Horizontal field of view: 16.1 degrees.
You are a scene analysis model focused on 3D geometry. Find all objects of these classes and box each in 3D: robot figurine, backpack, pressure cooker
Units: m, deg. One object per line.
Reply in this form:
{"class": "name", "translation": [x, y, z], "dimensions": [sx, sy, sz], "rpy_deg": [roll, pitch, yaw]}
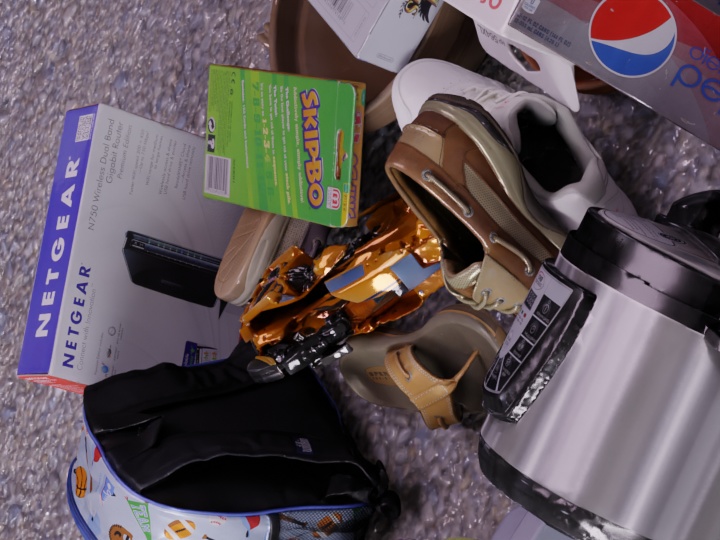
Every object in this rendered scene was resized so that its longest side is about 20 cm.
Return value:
{"class": "robot figurine", "translation": [0.000, 0.000, 1.700], "dimensions": [0.199, 0.058, 0.145], "rpy_deg": [-29, 18, 26]}
{"class": "backpack", "translation": [-0.102, 0.143, 1.723], "dimensions": [0.200, 0.189, 0.155], "rpy_deg": [51, 128, 49]}
{"class": "pressure cooker", "translation": [0.174, 0.052, 1.409], "dimensions": [0.175, 0.178, 0.201], "rpy_deg": [30, 101, 33]}

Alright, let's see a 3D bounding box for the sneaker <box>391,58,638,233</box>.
{"class": "sneaker", "translation": [0.094, -0.088, 1.592], "dimensions": [0.078, 0.100, 0.200], "rpy_deg": [-44, 58, -16]}

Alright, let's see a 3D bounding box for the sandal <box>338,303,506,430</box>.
{"class": "sandal", "translation": [0.041, 0.071, 1.648], "dimensions": [0.054, 0.081, 0.200], "rpy_deg": [-44, 19, -29]}

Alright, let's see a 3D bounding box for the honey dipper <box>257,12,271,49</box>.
{"class": "honey dipper", "translation": [-0.012, -0.249, 1.902], "dimensions": [0.201, 0.038, 0.038], "rpy_deg": [-58, 38, 13]}

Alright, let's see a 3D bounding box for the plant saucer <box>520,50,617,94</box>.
{"class": "plant saucer", "translation": [0.172, -0.209, 1.638], "dimensions": [0.200, 0.032, 0.202], "rpy_deg": [-25, 57, 47]}

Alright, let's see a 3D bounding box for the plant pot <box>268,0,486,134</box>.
{"class": "plant pot", "translation": [0.031, -0.183, 1.763], "dimensions": [0.200, 0.092, 0.202], "rpy_deg": [-24, 58, 46]}

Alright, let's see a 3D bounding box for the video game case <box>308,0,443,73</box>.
{"class": "video game case", "translation": [0.018, -0.257, 1.695], "dimensions": [0.182, 0.045, 0.200], "rpy_deg": [-60, 38, 19]}

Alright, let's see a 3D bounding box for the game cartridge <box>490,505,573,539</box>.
{"class": "game cartridge", "translation": [0.099, 0.236, 1.463], "dimensions": [0.040, 0.133, 0.201], "rpy_deg": [20, 91, 47]}

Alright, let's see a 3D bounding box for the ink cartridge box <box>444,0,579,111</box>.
{"class": "ink cartridge box", "translation": [0.130, -0.211, 1.561], "dimensions": [0.128, 0.125, 0.201], "rpy_deg": [39, 107, 52]}

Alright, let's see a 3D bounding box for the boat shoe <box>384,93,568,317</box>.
{"class": "boat shoe", "translation": [0.080, -0.011, 1.545], "dimensions": [0.074, 0.200, 0.076], "rpy_deg": [-43, 18, -24]}

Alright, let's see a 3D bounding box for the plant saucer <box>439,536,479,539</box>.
{"class": "plant saucer", "translation": [0.058, 0.268, 1.592], "dimensions": [0.200, 0.031, 0.201], "rpy_deg": [-27, 54, 46]}

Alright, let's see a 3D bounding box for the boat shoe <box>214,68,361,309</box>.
{"class": "boat shoe", "translation": [-0.036, -0.053, 1.824], "dimensions": [0.072, 0.065, 0.201], "rpy_deg": [-11, 49, 59]}

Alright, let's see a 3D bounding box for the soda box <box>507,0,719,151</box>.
{"class": "soda box", "translation": [0.187, -0.123, 1.447], "dimensions": [0.070, 0.199, 0.063], "rpy_deg": [-60, -3, 17]}

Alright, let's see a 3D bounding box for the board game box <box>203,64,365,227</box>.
{"class": "board game box", "translation": [-0.050, -0.087, 1.739], "dimensions": [0.200, 0.030, 0.096], "rpy_deg": [15, 104, 60]}

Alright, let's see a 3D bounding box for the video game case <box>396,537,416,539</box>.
{"class": "video game case", "translation": [0.000, 0.260, 1.549], "dimensions": [0.200, 0.036, 0.183], "rpy_deg": [146, 136, -74]}

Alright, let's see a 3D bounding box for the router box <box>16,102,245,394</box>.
{"class": "router box", "translation": [-0.145, 0.001, 1.848], "dimensions": [0.049, 0.179, 0.202], "rpy_deg": [-5, 72, 52]}
